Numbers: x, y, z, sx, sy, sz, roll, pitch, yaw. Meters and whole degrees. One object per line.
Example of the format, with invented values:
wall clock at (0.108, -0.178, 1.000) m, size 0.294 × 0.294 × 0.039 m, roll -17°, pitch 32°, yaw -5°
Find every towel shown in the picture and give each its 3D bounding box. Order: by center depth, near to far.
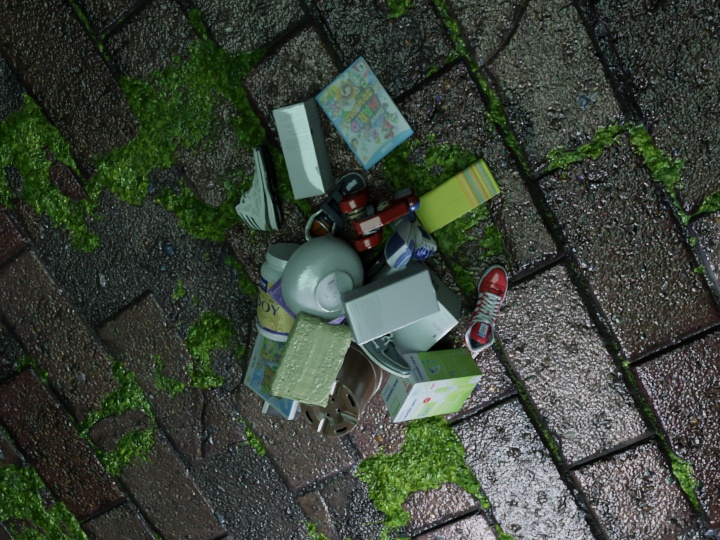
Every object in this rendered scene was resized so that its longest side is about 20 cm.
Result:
towel at (-0.111, 0.201, 1.461) m, size 0.144 × 0.037 × 0.205 m, roll 17°, pitch 103°, yaw -17°
towel at (0.216, -0.168, 1.497) m, size 0.197 × 0.018 × 0.087 m, roll -30°, pitch 95°, yaw 21°

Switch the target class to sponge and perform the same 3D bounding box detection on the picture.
sponge at (-0.117, 0.073, 1.522) m, size 0.112 × 0.030 × 0.201 m, roll -46°, pitch 127°, yaw -7°

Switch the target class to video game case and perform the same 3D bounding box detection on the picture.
video game case at (0.009, -0.351, 1.475) m, size 0.142 × 0.018 × 0.202 m, roll -34°, pitch 99°, yaw 20°
video game case at (-0.208, 0.242, 1.646) m, size 0.197 × 0.022 × 0.187 m, roll 26°, pitch 102°, yaw 41°

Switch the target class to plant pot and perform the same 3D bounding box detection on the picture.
plant pot at (-0.054, 0.290, 1.615) m, size 0.193 × 0.199 × 0.207 m, roll 4°, pitch 111°, yaw 10°

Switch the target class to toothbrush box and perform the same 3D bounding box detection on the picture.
toothbrush box at (0.167, 0.268, 1.548) m, size 0.195 × 0.087 × 0.148 m, roll 0°, pitch 134°, yaw -29°

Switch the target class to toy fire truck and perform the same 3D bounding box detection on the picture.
toy fire truck at (0.049, -0.133, 1.433) m, size 0.164 × 0.200 × 0.115 m, roll -22°, pitch 102°, yaw 7°

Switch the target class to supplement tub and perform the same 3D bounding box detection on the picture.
supplement tub at (-0.176, 0.052, 1.586) m, size 0.141 × 0.146 × 0.206 m, roll 11°, pitch 111°, yaw 7°

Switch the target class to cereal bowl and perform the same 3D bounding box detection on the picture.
cereal bowl at (-0.073, 0.032, 1.460) m, size 0.195 × 0.083 × 0.206 m, roll -13°, pitch 119°, yaw -24°

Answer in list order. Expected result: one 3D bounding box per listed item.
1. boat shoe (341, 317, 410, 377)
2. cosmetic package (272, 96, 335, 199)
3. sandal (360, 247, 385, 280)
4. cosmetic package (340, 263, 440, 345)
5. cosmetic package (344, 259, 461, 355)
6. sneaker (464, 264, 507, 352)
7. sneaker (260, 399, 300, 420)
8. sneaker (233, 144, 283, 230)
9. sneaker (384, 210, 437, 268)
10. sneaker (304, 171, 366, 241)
boat shoe at (0.041, 0.159, 1.466) m, size 0.199 × 0.072 × 0.063 m, roll 39°, pitch 106°, yaw 25°
cosmetic package at (-0.125, -0.275, 1.481) m, size 0.079 × 0.113 × 0.206 m, roll -10°, pitch 108°, yaw 15°
sandal at (0.000, 0.001, 1.567) m, size 0.043 × 0.076 × 0.199 m, roll 45°, pitch 112°, yaw -8°
cosmetic package at (0.063, 0.071, 1.419) m, size 0.195 × 0.074 × 0.104 m, roll -20°, pitch 105°, yaw -7°
cosmetic package at (0.101, 0.092, 1.554) m, size 0.199 × 0.123 × 0.200 m, roll 44°, pitch 113°, yaw -5°
sneaker at (0.292, 0.094, 1.518) m, size 0.069 × 0.113 × 0.205 m, roll 17°, pitch 112°, yaw 4°
sneaker at (-0.185, 0.293, 1.722) m, size 0.103 × 0.075 × 0.205 m, roll 17°, pitch 109°, yaw -11°
sneaker at (-0.257, -0.189, 1.556) m, size 0.111 × 0.076 × 0.207 m, roll -4°, pitch 111°, yaw 11°
sneaker at (0.122, -0.058, 1.464) m, size 0.080 × 0.201 × 0.115 m, roll -38°, pitch 109°, yaw 27°
sneaker at (-0.058, -0.139, 1.532) m, size 0.078 × 0.080 × 0.201 m, roll 38°, pitch 111°, yaw -3°
